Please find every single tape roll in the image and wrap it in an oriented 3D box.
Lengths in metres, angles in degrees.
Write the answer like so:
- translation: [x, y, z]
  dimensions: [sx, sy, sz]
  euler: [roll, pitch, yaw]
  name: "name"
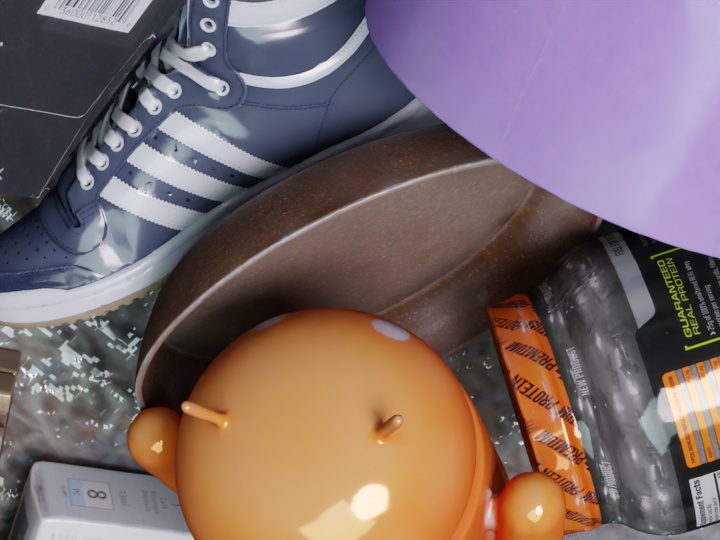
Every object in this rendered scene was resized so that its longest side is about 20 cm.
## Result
- translation: [0.108, -0.091, 0.757]
  dimensions: [0.199, 0.200, 0.085]
  euler: [19, 118, -12]
  name: "tape roll"

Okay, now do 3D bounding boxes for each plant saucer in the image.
- translation: [0.000, 0.000, 0.845]
  dimensions: [0.199, 0.035, 0.200]
  euler: [-21, 158, -9]
  name: "plant saucer"

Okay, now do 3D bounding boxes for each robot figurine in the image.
- translation: [-0.001, 0.085, 0.827]
  dimensions: [0.116, 0.144, 0.200]
  euler: [-40, 155, -4]
  name: "robot figurine"

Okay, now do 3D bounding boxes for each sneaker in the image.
- translation: [-0.074, -0.061, 0.822]
  dimensions: [0.199, 0.070, 0.109]
  euler: [-25, 122, 5]
  name: "sneaker"

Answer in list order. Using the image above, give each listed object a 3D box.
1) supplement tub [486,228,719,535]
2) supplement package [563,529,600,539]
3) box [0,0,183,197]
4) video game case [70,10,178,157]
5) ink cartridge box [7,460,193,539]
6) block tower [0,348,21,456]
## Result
- translation: [0.158, 0.030, 0.860]
  dimensions: [0.199, 0.123, 0.123]
  euler: [-17, 118, 1]
  name: "supplement tub"
- translation: [0.038, 0.230, 0.912]
  dimensions: [0.190, 0.200, 0.148]
  euler: [-13, 123, -6]
  name: "supplement package"
- translation: [-0.171, -0.117, 0.731]
  dimensions: [0.199, 0.115, 0.132]
  euler: [5, 131, -52]
  name: "box"
- translation: [-0.043, -0.120, 0.842]
  dimensions: [0.142, 0.019, 0.201]
  euler: [16, 118, -10]
  name: "video game case"
- translation: [-0.073, 0.174, 0.998]
  dimensions: [0.199, 0.047, 0.161]
  euler: [9, 119, -21]
  name: "ink cartridge box"
- translation: [-0.195, 0.128, 0.955]
  dimensions: [0.057, 0.054, 0.201]
  euler: [11, 118, -6]
  name: "block tower"
